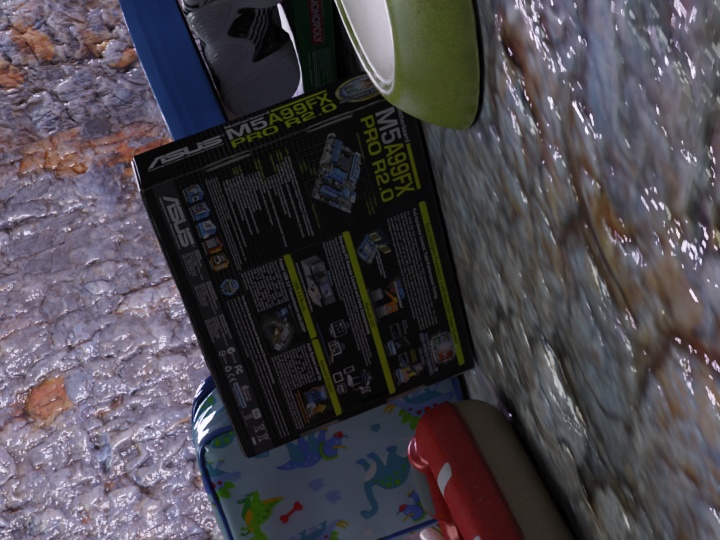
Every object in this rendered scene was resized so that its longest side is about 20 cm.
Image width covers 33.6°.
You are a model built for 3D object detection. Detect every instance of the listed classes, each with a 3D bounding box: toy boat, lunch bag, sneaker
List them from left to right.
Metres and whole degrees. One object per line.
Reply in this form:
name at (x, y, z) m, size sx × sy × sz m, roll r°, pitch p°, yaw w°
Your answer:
sneaker at (-0.093, -0.200, 0.795) m, size 0.201 × 0.074 × 0.116 m, roll 83°, pitch 163°, yaw -62°
lunch bag at (-0.018, 0.133, 0.870) m, size 0.083 × 0.197 × 0.163 m, roll -118°, pitch 9°, yaw -61°
toy boat at (0.053, 0.177, 0.668) m, size 0.201 × 0.129 × 0.132 m, roll -116°, pitch 8°, yaw -52°

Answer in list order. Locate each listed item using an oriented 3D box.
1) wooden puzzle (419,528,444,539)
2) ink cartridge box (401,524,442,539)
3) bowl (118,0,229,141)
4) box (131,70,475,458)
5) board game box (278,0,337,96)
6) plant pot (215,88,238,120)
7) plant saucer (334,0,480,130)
wooden puzzle at (0.123, 0.322, 0.980) m, size 0.202 × 0.037 × 0.185 m, roll 67°, pitch 170°, yaw -13°
ink cartridge box at (0.000, 0.232, 1.158) m, size 0.199 × 0.076 × 0.148 m, roll 38°, pitch 176°, yaw 9°
bowl at (-0.120, -0.116, 0.873) m, size 0.201 × 0.039 × 0.203 m, roll 157°, pitch 91°, yaw -87°
box at (-0.027, 0.000, 0.706) m, size 0.044 × 0.158 × 0.202 m, roll -121°, pitch 11°, yaw -56°
board game box at (-0.051, -0.189, 0.896) m, size 0.201 × 0.029 × 0.136 m, roll 87°, pitch 164°, yaw -57°
plant pot at (-0.073, -0.072, 1.091) m, size 0.200 × 0.091 × 0.204 m, roll -3°, pitch -90°, yaw -65°
plant saucer at (0.002, -0.155, 0.532) m, size 0.200 × 0.031 × 0.203 m, roll 159°, pitch 91°, yaw -85°
